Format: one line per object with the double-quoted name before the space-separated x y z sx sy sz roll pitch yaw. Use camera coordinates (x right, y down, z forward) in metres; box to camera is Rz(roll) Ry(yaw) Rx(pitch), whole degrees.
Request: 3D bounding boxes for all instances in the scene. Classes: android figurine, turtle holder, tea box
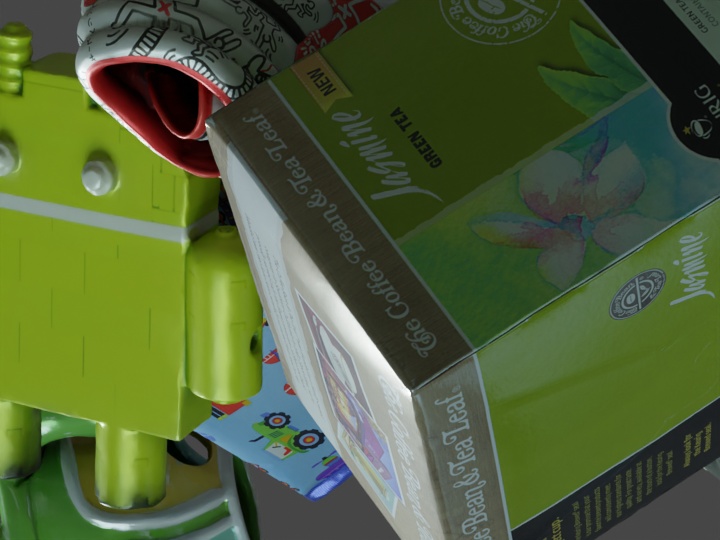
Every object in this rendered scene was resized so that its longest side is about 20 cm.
"android figurine" -0.120 -0.003 1.122 0.182 0.041 0.200 13 114 21
"turtle holder" -0.124 0.111 1.382 0.131 0.141 0.186 -11 110 5
"tea box" 0.072 -0.009 0.973 0.197 0.134 0.200 -32 152 -11

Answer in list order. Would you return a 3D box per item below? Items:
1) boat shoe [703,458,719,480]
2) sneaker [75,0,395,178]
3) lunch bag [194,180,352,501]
"boat shoe" 0.184 0.066 1.257 0.064 0.071 0.200 -3 142 20
"sneaker" -0.017 -0.071 1.000 0.201 0.108 0.067 26 148 -31
"lunch bag" 0.000 0.000 1.171 0.200 0.094 0.150 -27 134 35
